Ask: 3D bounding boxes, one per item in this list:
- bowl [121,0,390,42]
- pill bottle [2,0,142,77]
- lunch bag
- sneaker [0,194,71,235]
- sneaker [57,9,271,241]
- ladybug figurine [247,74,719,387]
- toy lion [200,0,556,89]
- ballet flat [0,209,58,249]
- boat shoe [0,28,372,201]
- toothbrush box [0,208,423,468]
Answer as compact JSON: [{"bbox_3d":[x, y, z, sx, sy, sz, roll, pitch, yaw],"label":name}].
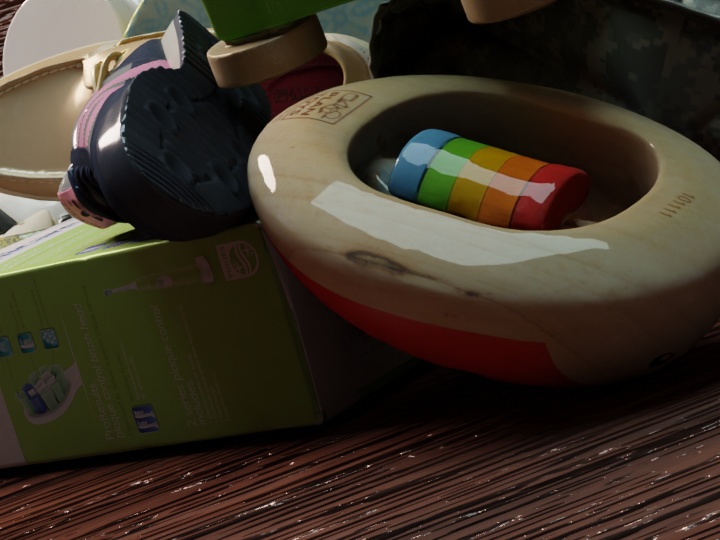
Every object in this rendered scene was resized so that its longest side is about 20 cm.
[{"bbox_3d":[-0.007,-0.066,1.365,0.200,0.201,0.108,-14,-19,17],"label":"bowl"},{"bbox_3d":[-0.096,-0.104,1.534,0.112,0.113,0.200,-12,-7,30],"label":"pill bottle"},{"bbox_3d":[0.120,-0.094,1.204,0.200,0.118,0.164,20,25,23],"label":"lunch bag"},{"bbox_3d":[-0.139,-0.023,1.590,0.088,0.074,0.200,-11,11,41],"label":"sneaker"},{"bbox_3d":[-0.083,-0.038,1.136,0.082,0.070,0.200,-42,8,14],"label":"sneaker"},{"bbox_3d":[0.047,-0.012,1.057,0.200,0.072,0.136,20,40,32],"label":"ladybug figurine"},{"bbox_3d":[0.031,-0.144,1.153,0.200,0.069,0.192,-10,18,39],"label":"toy lion"},{"bbox_3d":[-0.136,-0.008,1.503,0.199,0.071,0.071,-15,9,-5],"label":"ballet flat"},{"bbox_3d":[-0.087,-0.075,1.286,0.199,0.074,0.069,-9,-7,11],"label":"boat shoe"},{"bbox_3d":[-0.063,0.012,1.209,0.200,0.086,0.146,-9,12,37],"label":"toothbrush box"}]
